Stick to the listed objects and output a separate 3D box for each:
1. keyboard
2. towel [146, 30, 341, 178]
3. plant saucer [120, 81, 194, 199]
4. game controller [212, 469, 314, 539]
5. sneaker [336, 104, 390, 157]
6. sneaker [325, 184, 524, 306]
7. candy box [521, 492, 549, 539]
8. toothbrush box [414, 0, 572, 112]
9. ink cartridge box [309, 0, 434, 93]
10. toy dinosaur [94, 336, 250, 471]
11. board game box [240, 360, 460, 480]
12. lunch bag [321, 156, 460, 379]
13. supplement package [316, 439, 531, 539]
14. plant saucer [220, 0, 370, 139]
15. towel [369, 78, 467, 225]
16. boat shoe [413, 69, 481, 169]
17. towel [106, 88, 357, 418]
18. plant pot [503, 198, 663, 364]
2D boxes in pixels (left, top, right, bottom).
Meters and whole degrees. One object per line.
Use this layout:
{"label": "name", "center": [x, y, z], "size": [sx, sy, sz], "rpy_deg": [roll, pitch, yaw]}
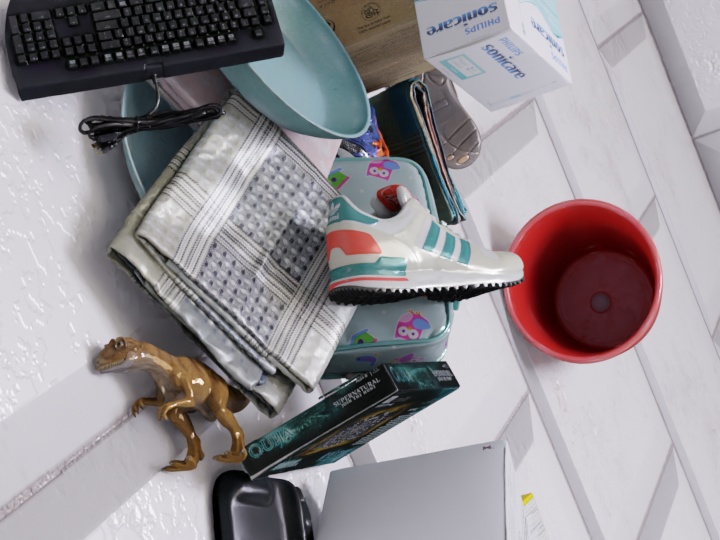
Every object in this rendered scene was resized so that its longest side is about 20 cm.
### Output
{"label": "keyboard", "center": [-0.152, -0.155, 1.096], "size": [0.021, 0.199, 0.127], "rpy_deg": [132, -56, -71]}
{"label": "towel", "center": [-0.093, -0.156, 1.259], "size": [0.200, 0.032, 0.191], "rpy_deg": [46, 36, -23]}
{"label": "plant saucer", "center": [-0.129, -0.077, 1.212], "size": [0.201, 0.039, 0.201], "rpy_deg": [37, 38, -36]}
{"label": "game controller", "center": [-0.068, 0.249, 1.134], "size": [0.104, 0.042, 0.201], "rpy_deg": [18, 55, -43]}
{"label": "sneaker", "center": [-0.003, -0.114, 1.411], "size": [0.200, 0.078, 0.075], "rpy_deg": [33, 23, -31]}
{"label": "sneaker", "center": [0.054, -0.024, 1.207], "size": [0.199, 0.070, 0.094], "rpy_deg": [-2, 80, -39]}
{"label": "candy box", "center": [0.158, 0.307, 1.568], "size": [0.200, 0.026, 0.103], "rpy_deg": [-18, 91, -66]}
{"label": "toothbrush box", "center": [0.107, -0.261, 1.325], "size": [0.146, 0.085, 0.201], "rpy_deg": [24, 52, -59]}
{"label": "ink cartridge box", "center": [0.004, -0.226, 1.427], "size": [0.165, 0.199, 0.075], "rpy_deg": [3, 70, -65]}
{"label": "toy dinosaur", "center": [-0.112, 0.095, 1.117], "size": [0.200, 0.060, 0.107], "rpy_deg": [30, 45, -56]}
{"label": "board game box", "center": [-0.005, 0.117, 1.199], "size": [0.028, 0.135, 0.200], "rpy_deg": [61, 13, 11]}
{"label": "lunch bag", "center": [0.000, 0.000, 1.299], "size": [0.077, 0.160, 0.201], "rpy_deg": [105, -20, -60]}
{"label": "supplement package", "center": [0.051, 0.239, 1.179], "size": [0.200, 0.155, 0.111], "rpy_deg": [-77, 153, -67]}
{"label": "plant saucer", "center": [-0.072, -0.179, 1.221], "size": [0.200, 0.036, 0.200], "rpy_deg": [41, 26, -25]}
{"label": "towel", "center": [0.051, -0.115, 1.523], "size": [0.200, 0.022, 0.147], "rpy_deg": [-179, -110, -77]}
{"label": "boat shoe", "center": [0.074, -0.205, 1.740], "size": [0.073, 0.074, 0.201], "rpy_deg": [91, -24, -86]}
{"label": "towel", "center": [-0.077, -0.016, 1.152], "size": [0.193, 0.034, 0.200], "rpy_deg": [48, 51, -21]}
{"label": "plant pot", "center": [0.291, 0.026, 1.886], "size": [0.177, 0.200, 0.201], "rpy_deg": [29, 46, -69]}
